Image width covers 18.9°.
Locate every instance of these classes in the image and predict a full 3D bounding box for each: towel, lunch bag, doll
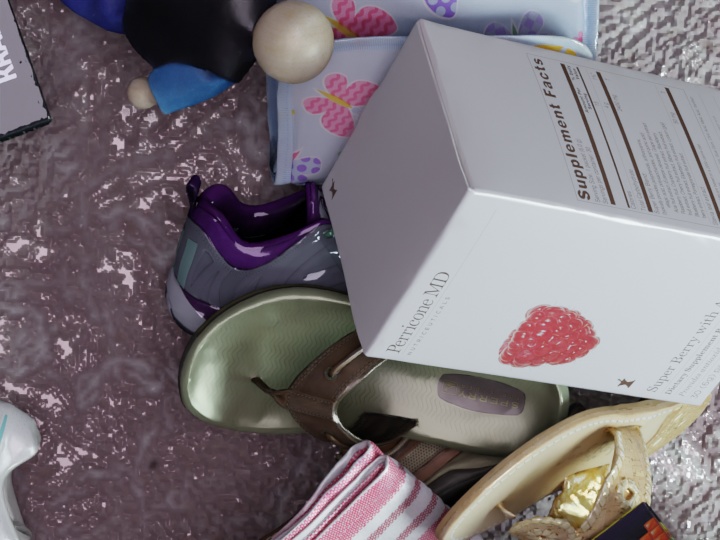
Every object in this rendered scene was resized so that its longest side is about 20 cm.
[{"bbox_3d":[0.007,0.182,1.126,0.146,0.030,0.200,-44,134,3],"label":"towel"},{"bbox_3d":[0.036,-0.142,1.118,0.168,0.127,0.202,1,104,-8],"label":"lunch bag"},{"bbox_3d":[-0.091,-0.148,1.070,0.200,0.048,0.137,33,108,32],"label":"doll"}]

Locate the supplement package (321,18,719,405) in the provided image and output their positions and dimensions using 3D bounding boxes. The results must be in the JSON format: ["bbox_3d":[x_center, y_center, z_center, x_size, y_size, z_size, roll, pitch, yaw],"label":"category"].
[{"bbox_3d":[0.100,-0.024,1.075,0.199,0.120,0.122,9,134,-25],"label":"supplement package"}]

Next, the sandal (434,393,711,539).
[{"bbox_3d":[0.132,0.113,1.114,0.070,0.211,0.078,47,130,19],"label":"sandal"}]

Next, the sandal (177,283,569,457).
[{"bbox_3d":[0.007,0.056,1.089,0.199,0.057,0.080,6,107,1],"label":"sandal"}]

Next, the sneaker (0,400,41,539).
[{"bbox_3d":[-0.214,0.161,1.123,0.080,0.070,0.202,10,91,-11],"label":"sneaker"}]

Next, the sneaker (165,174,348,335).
[{"bbox_3d":[0.000,0.000,1.128,0.198,0.075,0.088,5,128,-8],"label":"sneaker"}]

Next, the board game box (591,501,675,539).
[{"bbox_3d":[0.136,0.240,1.106,0.165,0.057,0.200,-36,120,3],"label":"board game box"}]

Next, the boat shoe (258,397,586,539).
[{"bbox_3d":[0.024,0.108,1.160,0.199,0.076,0.074,-28,65,-9],"label":"boat shoe"}]

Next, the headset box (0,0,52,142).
[{"bbox_3d":[-0.277,-0.123,1.087,0.199,0.093,0.175,-19,95,-6],"label":"headset box"}]
